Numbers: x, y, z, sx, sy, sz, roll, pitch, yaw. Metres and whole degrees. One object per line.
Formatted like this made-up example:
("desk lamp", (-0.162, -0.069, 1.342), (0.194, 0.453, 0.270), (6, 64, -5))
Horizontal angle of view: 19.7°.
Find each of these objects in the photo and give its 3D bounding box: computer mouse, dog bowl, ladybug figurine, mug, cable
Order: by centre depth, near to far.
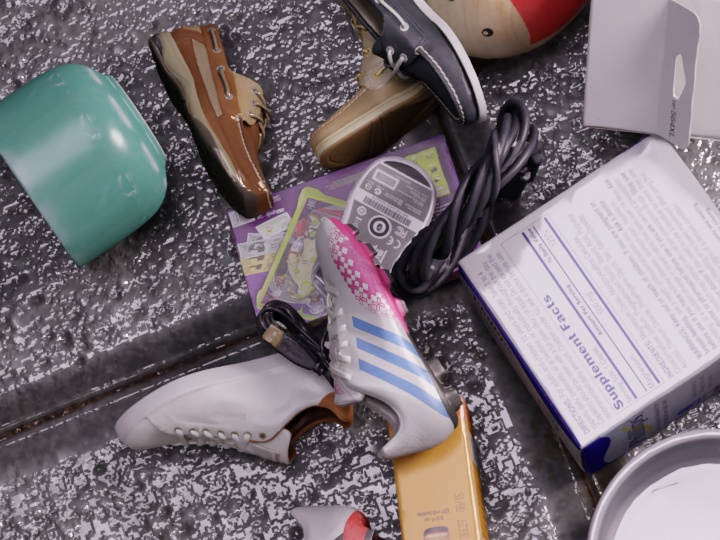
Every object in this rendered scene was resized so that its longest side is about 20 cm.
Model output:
("dog bowl", (0.275, 0.228, 1.600), (0.198, 0.079, 0.202), (-3, 73, 9))
("cable", (0.082, -0.054, 1.626), (0.051, 0.200, 0.163), (41, 76, 6))
("computer mouse", (0.000, 0.000, 1.699), (0.109, 0.044, 0.201), (29, 72, 2))
("ladybug figurine", (0.139, -0.266, 1.723), (0.136, 0.072, 0.200), (40, 75, -4))
("mug", (-0.241, -0.109, 1.749), (0.114, 0.152, 0.185), (-34, 70, -5))

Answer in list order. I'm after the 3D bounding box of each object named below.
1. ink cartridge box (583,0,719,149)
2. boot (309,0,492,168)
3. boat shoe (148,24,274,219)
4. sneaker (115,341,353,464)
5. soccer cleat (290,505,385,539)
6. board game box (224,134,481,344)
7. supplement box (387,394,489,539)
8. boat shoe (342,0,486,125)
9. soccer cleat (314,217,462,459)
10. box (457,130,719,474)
("ink cartridge box", (0.250, -0.198, 1.658), (0.124, 0.129, 0.200), (6, 33, 11))
("boot", (0.005, -0.195, 1.773), (0.200, 0.073, 0.156), (-39, 75, -8))
("boat shoe", (-0.114, -0.138, 1.771), (0.073, 0.076, 0.201), (-24, 62, -9))
("sneaker", (-0.101, 0.124, 1.695), (0.199, 0.073, 0.085), (-17, 69, 2))
("soccer cleat", (-0.044, 0.281, 1.646), (0.085, 0.069, 0.201), (9, 71, 21))
("board game box", (-0.004, -0.026, 1.750), (0.199, 0.032, 0.121), (-18, 68, 3))
("supplement box", (0.067, 0.205, 1.648), (0.066, 0.069, 0.202), (-9, 70, 7))
("boat shoe", (0.034, -0.193, 1.701), (0.060, 0.076, 0.201), (-27, 65, -13))
("soccer cleat", (0.001, 0.055, 1.625), (0.086, 0.070, 0.201), (-29, 78, -7))
("box", (0.210, 0.027, 1.658), (0.199, 0.105, 0.185), (-32, 71, -2))
